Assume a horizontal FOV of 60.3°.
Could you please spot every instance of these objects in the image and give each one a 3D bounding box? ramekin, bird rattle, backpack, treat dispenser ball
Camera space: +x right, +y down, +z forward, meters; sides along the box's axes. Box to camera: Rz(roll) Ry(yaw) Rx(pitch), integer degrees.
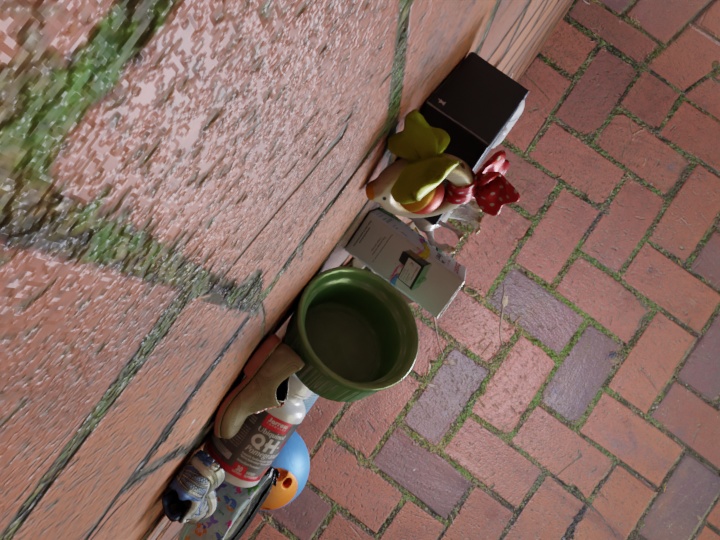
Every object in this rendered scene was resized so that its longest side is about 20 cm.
[{"bbox_3d":[-0.019,0.104,0.955,0.200,0.200,0.098,-51,-178,-40],"label":"ramekin"},{"bbox_3d":[0.099,-0.120,0.811,0.199,0.113,0.163,7,157,-44],"label":"bird rattle"},{"bbox_3d":[-0.262,0.440,1.159,0.200,0.150,0.178,-61,177,-31],"label":"backpack"},{"bbox_3d":[-0.220,0.460,1.463,0.201,0.200,0.201,-54,176,-5],"label":"treat dispenser ball"}]

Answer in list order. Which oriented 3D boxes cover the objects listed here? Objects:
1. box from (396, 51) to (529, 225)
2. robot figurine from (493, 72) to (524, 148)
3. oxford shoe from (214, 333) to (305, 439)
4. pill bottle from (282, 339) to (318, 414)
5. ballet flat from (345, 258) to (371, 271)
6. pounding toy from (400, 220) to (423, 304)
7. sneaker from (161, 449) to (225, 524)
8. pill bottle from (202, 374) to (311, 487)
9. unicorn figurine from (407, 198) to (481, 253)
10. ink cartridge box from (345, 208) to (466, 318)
[{"bbox_3d":[0.139,-0.194,0.937,0.149,0.107,0.200,-51,174,-33],"label":"box"},{"bbox_3d":[0.319,-0.378,1.489,0.200,0.112,0.170,119,-31,-60],"label":"robot figurine"},{"bbox_3d":[-0.151,0.188,0.908,0.200,0.075,0.070,-57,175,27],"label":"oxford shoe"},{"bbox_3d":[-0.135,0.218,1.119,0.200,0.109,0.109,-55,176,7],"label":"pill bottle"},{"bbox_3d":[0.000,0.000,1.263,0.070,0.069,0.200,-56,176,16],"label":"ballet flat"},{"bbox_3d":[0.110,-0.036,1.505,0.142,0.201,0.184,-24,-168,28],"label":"pounding toy"},{"bbox_3d":[-0.278,0.359,0.980,0.085,0.077,0.200,-38,158,-41],"label":"sneaker"},{"bbox_3d":[-0.159,0.241,1.011,0.200,0.110,0.111,-55,176,6],"label":"pill bottle"},{"bbox_3d":[0.138,-0.099,1.120,0.200,0.137,0.074,-24,148,-53],"label":"unicorn figurine"},{"bbox_3d":[0.086,-0.018,1.102,0.084,0.200,0.145,-54,176,14],"label":"ink cartridge box"}]
